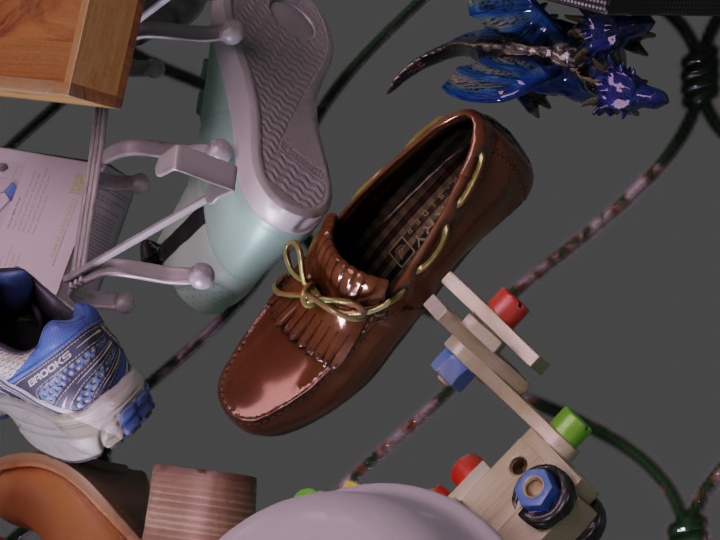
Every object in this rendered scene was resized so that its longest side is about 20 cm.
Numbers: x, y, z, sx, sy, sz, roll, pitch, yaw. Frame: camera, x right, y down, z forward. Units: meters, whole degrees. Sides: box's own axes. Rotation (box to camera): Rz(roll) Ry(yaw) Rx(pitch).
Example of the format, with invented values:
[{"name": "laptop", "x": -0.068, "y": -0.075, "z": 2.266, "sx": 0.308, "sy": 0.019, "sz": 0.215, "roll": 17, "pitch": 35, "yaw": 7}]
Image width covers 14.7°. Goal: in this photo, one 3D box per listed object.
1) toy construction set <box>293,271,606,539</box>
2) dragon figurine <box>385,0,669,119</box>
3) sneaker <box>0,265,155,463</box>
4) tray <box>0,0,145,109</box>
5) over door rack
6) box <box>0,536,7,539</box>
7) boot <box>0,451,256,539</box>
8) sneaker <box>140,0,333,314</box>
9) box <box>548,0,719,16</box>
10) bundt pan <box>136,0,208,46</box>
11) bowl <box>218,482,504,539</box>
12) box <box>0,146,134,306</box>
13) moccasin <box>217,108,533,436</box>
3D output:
[{"name": "toy construction set", "x": 0.037, "y": 0.106, "z": 1.318, "sx": 0.131, "sy": 0.092, "sz": 0.201, "roll": 46, "pitch": 109, "yaw": 40}, {"name": "dragon figurine", "x": 0.078, "y": -0.108, "z": 1.368, "sx": 0.199, "sy": 0.099, "sz": 0.059, "roll": 11, "pitch": 92, "yaw": 36}, {"name": "sneaker", "x": -0.188, "y": 0.033, "z": 1.448, "sx": 0.199, "sy": 0.086, "sz": 0.077, "roll": 9, "pitch": 39, "yaw": 42}, {"name": "tray", "x": -0.178, "y": -0.139, "z": 1.429, "sx": 0.200, "sy": 0.037, "sz": 0.099, "roll": 9, "pitch": 86, "yaw": 53}, {"name": "over door rack", "x": -0.086, "y": -0.074, "z": 1.371, "sx": 0.200, "sy": 0.066, "sz": 0.149, "roll": 138, "pitch": 140, "yaw": -62}, {"name": "box", "x": -0.233, "y": 0.234, "z": 1.441, "sx": 0.102, "sy": 0.095, "sz": 0.201, "roll": -23, "pitch": 57, "yaw": 24}, {"name": "boot", "x": -0.131, "y": 0.175, "z": 1.422, "sx": 0.199, "sy": 0.077, "sz": 0.156, "roll": 3, "pitch": 82, "yaw": 39}, {"name": "sneaker", "x": -0.072, "y": -0.071, "z": 1.487, "sx": 0.118, "sy": 0.073, "sz": 0.201, "roll": -46, "pitch": 32, "yaw": 37}, {"name": "box", "x": 0.092, "y": -0.163, "z": 1.352, "sx": 0.199, "sy": 0.160, "sz": 0.045, "roll": 19, "pitch": 107, "yaw": 40}, {"name": "bundt pan", "x": -0.120, "y": -0.214, "z": 1.576, "sx": 0.201, "sy": 0.076, "sz": 0.203, "roll": -19, "pitch": 57, "yaw": 33}, {"name": "bowl", "x": -0.023, "y": 0.180, "z": 1.215, "sx": 0.200, "sy": 0.090, "sz": 0.202, "roll": -14, "pitch": 64, "yaw": 30}, {"name": "box", "x": -0.230, "y": -0.002, "z": 1.591, "sx": 0.199, "sy": 0.036, "sz": 0.145, "roll": 11, "pitch": 76, "yaw": 37}, {"name": "moccasin", "x": 0.001, "y": 0.001, "z": 1.393, "sx": 0.201, "sy": 0.078, "sz": 0.074, "roll": -42, "pitch": 58, "yaw": 12}]
